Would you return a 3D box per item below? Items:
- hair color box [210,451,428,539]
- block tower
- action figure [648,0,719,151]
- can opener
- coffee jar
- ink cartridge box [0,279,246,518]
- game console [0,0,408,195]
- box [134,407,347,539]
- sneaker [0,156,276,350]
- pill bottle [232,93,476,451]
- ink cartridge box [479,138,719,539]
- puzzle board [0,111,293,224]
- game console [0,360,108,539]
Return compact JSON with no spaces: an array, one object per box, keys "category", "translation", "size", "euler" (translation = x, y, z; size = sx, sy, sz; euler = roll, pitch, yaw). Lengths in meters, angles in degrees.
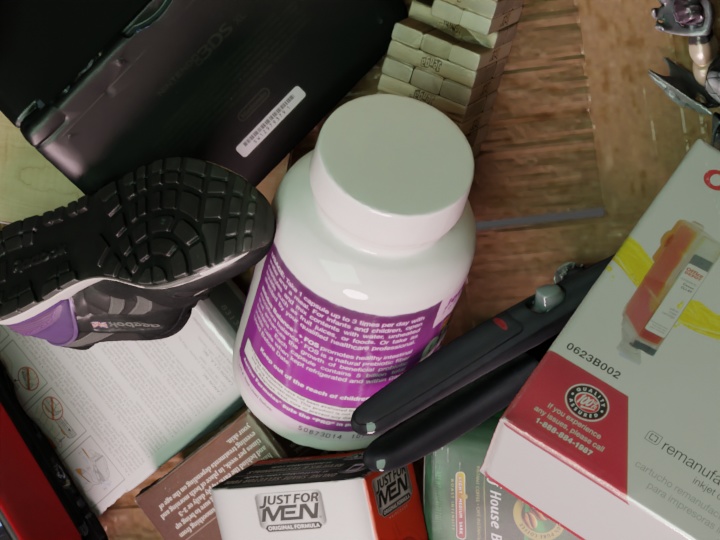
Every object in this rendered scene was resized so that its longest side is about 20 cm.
[{"category":"hair color box","translation":[-0.007,0.203,1.616],"size":[0.101,0.061,0.200],"euler":[-6,101,29]},{"category":"block tower","translation":[0.054,-0.140,1.597],"size":[0.058,0.054,0.200],"euler":[23,110,16]},{"category":"action figure","translation":[0.221,-0.131,1.526],"size":[0.130,0.069,0.200],"euler":[25,115,5]},{"category":"can opener","translation":[0.083,0.046,1.576],"size":[0.200,0.079,0.063],"euler":[-22,118,-16]},{"category":"coffee jar","translation":[0.138,0.121,1.607],"size":[0.200,0.085,0.104],"euler":[4,104,20]},{"category":"ink cartridge box","translation":[-0.155,0.047,1.740],"size":[0.162,0.050,0.200],"euler":[51,129,3]},{"category":"game console","translation":[-0.107,-0.139,1.646],"size":[0.200,0.116,0.176],"euler":[-46,113,2]},{"category":"box","translation":[-0.025,0.175,1.693],"size":[0.100,0.075,0.200],"euler":[-38,85,25]},{"category":"sneaker","translation":[-0.111,-0.004,1.591],"size":[0.200,0.088,0.076],"euler":[-12,60,37]},{"category":"pill bottle","translation":[0.000,0.000,1.577],"size":[0.112,0.112,0.200],"euler":[33,143,12]},{"category":"ink cartridge box","translation":[0.177,0.053,1.511],"size":[0.145,0.200,0.083],"euler":[32,156,11]},{"category":"puzzle board","translation":[-0.134,-0.091,1.662],"size":[0.200,0.017,0.151],"euler":[10,86,5]},{"category":"game console","translation":[-0.248,0.111,1.720],"size":[0.172,0.119,0.200],"euler":[-28,93,38]}]
